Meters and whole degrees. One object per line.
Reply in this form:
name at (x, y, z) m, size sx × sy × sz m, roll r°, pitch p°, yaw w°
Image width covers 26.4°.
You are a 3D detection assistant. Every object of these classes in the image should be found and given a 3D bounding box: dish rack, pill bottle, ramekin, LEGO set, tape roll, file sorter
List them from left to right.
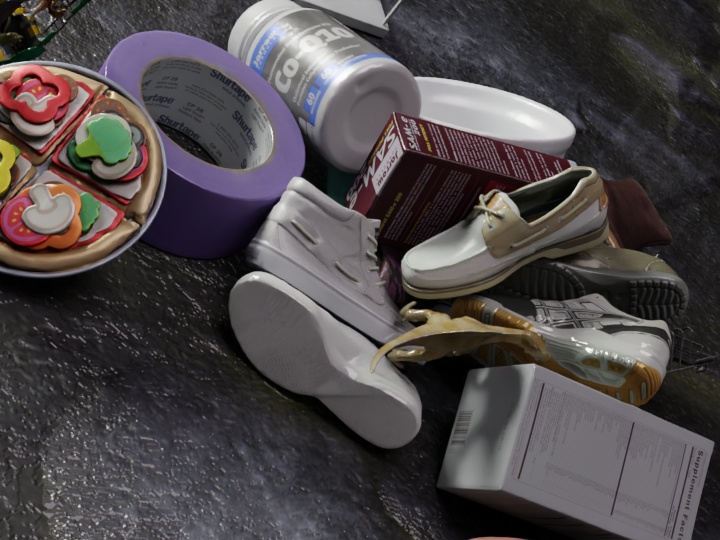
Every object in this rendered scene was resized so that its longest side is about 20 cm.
LEGO set at (-0.310, -0.252, 1.288) m, size 0.153 × 0.200 × 0.116 m, roll -23°, pitch 86°, yaw -36°
tape roll at (-0.154, -0.114, 1.371) m, size 0.199 × 0.085 × 0.200 m, roll 25°, pitch 38°, yaw -22°
pill bottle at (-0.040, -0.184, 1.475) m, size 0.113 × 0.114 × 0.200 m, roll 4°, pitch 25°, yaw -39°
file sorter at (-0.018, -0.393, 1.749) m, size 0.138 × 0.125 × 0.200 m, roll 14°, pitch 43°, yaw -32°
ramekin at (0.108, -0.119, 1.544) m, size 0.200 × 0.098 × 0.201 m, roll 11°, pitch 20°, yaw -4°
dish rack at (0.255, 0.064, 1.524) m, size 0.200 × 0.055 × 0.153 m, roll -4°, pitch 20°, yaw -45°

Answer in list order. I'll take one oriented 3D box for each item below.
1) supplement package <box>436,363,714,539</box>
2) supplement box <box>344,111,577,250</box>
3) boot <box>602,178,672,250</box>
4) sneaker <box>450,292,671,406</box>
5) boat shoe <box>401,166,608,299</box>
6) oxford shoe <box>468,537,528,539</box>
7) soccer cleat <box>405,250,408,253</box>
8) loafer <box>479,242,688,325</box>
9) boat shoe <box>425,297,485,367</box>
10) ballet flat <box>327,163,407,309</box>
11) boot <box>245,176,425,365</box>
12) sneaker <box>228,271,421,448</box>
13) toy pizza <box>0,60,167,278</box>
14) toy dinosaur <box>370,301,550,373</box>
supplement package at (0.187, 0.169, 1.332) m, size 0.199 × 0.109 × 0.114 m, roll 24°, pitch 74°, yaw -22°
supplement box at (0.099, -0.066, 1.412) m, size 0.199 × 0.109 × 0.061 m, roll 13°, pitch 38°, yaw -26°
boot at (0.293, -0.037, 1.700) m, size 0.166 × 0.072 × 0.200 m, roll 1°, pitch 47°, yaw -37°
sneaker at (0.181, 0.057, 1.372) m, size 0.199 × 0.076 × 0.088 m, roll 19°, pitch 46°, yaw 19°
boat shoe at (0.125, -0.038, 1.356) m, size 0.199 × 0.069 × 0.075 m, roll -21°, pitch 39°, yaw -14°
oxford shoe at (0.157, 0.280, 1.257) m, size 0.200 × 0.071 × 0.074 m, roll 26°, pitch 41°, yaw -19°
soccer cleat at (0.122, -0.031, 1.521) m, size 0.200 × 0.084 × 0.065 m, roll -4°, pitch 85°, yaw -48°
loafer at (0.200, 0.010, 1.422) m, size 0.199 × 0.075 × 0.070 m, roll 8°, pitch 30°, yaw -3°
boat shoe at (0.157, 0.074, 1.430) m, size 0.200 × 0.072 × 0.062 m, roll 31°, pitch 74°, yaw 9°
ballet flat at (0.011, -0.041, 1.471) m, size 0.071 × 0.069 × 0.201 m, roll 33°, pitch 37°, yaw -41°
boot at (0.000, 0.000, 1.349) m, size 0.200 × 0.096 × 0.073 m, roll 34°, pitch -9°, yaw -26°
sneaker at (-0.029, 0.068, 1.321) m, size 0.200 × 0.075 × 0.089 m, roll 42°, pitch 24°, yaw -10°
toy pizza at (-0.254, -0.087, 1.226) m, size 0.199 × 0.032 × 0.201 m, roll 5°, pitch 63°, yaw -9°
toy dinosaur at (0.067, 0.054, 1.291) m, size 0.199 × 0.101 × 0.058 m, roll -1°, pitch 88°, yaw -35°
